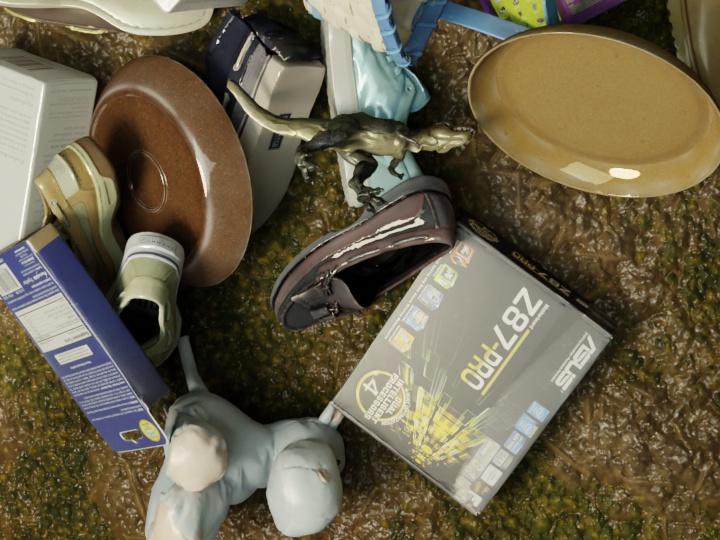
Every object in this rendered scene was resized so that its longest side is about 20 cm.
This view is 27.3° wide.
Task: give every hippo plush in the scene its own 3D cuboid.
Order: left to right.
[{"bbox_3d":[-0.096,0.183,1.280,0.159,0.200,0.161,11,112,-11],"label":"hippo plush"}]

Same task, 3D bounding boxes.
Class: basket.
[{"bbox_3d":[0.049,-0.231,1.081,0.198,0.177,0.140,23,75,15],"label":"basket"}]

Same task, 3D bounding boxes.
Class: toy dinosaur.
[{"bbox_3d":[-0.012,-0.096,1.145,0.198,0.089,0.048,10,137,-2],"label":"toy dinosaur"}]

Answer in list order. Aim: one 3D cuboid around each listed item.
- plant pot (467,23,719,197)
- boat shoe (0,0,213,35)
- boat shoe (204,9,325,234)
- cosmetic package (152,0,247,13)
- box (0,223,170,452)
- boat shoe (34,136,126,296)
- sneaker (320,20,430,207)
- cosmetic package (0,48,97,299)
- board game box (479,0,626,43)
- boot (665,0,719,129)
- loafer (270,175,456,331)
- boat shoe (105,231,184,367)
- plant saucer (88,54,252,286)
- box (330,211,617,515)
[{"bbox_3d":[0.179,-0.123,1.117,0.198,0.201,0.028,15,64,13],"label":"plant pot"},{"bbox_3d":[-0.221,-0.234,1.254,0.198,0.060,0.073,7,85,-2],"label":"boat shoe"},{"bbox_3d":[-0.100,-0.124,1.250,0.093,0.074,0.201,46,123,31],"label":"boat shoe"},{"bbox_3d":[-0.137,-0.330,1.154,0.200,0.165,0.165,46,111,4],"label":"cosmetic package"},{"bbox_3d":[-0.229,0.061,1.228,0.121,0.032,0.201,-16,109,56],"label":"box"},{"bbox_3d":[-0.245,-0.029,1.256,0.072,0.076,0.201,43,153,28],"label":"boat shoe"},{"bbox_3d":[0.013,-0.157,1.208,0.081,0.074,0.202,-8,99,-6],"label":"sneaker"},{"bbox_3d":[-0.302,-0.083,1.301,0.101,0.074,0.202,23,110,28],"label":"cosmetic package"},{"bbox_3d":[0.164,-0.251,1.113,0.199,0.032,0.121,-22,99,43],"label":"board game box"},{"bbox_3d":[0.326,-0.208,1.093,0.198,0.066,0.177,-11,100,18],"label":"boot"},{"bbox_3d":[0.000,0.000,1.220,0.200,0.072,0.063,-38,52,30],"label":"loafer"},{"bbox_3d":[-0.189,0.041,1.257,0.071,0.063,0.201,15,148,-2],"label":"boat shoe"},{"bbox_3d":[-0.169,-0.078,1.245,0.199,0.034,0.202,22,123,38],"label":"plant saucer"},{"bbox_3d":[0.093,0.078,1.239,0.161,0.049,0.201,36,109,4],"label":"box"}]
